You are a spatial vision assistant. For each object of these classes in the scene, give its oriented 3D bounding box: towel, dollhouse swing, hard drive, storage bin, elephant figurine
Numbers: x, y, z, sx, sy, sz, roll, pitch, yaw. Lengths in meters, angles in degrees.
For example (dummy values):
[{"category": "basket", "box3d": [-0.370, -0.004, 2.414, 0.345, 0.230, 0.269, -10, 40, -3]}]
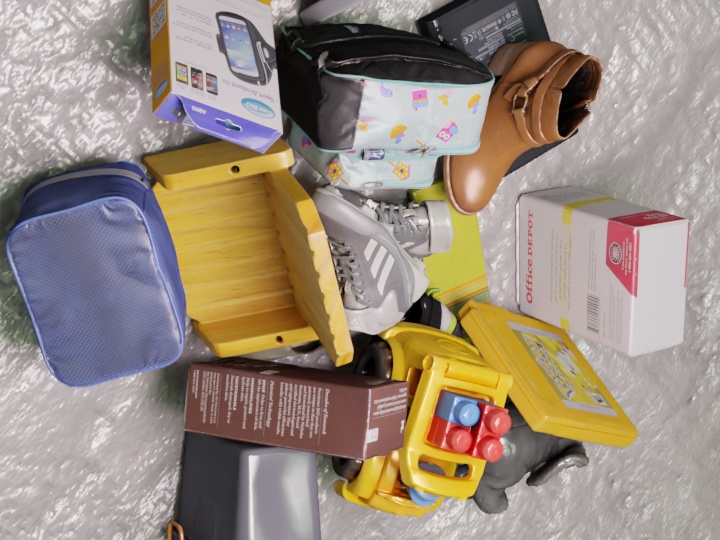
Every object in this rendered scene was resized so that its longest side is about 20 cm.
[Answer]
[{"category": "towel", "box3d": [0.104, -0.008, 1.531, 0.086, 0.018, 0.201, -22, 113, -29]}, {"category": "dollhouse swing", "box3d": [-0.110, 0.000, 1.275, 0.181, 0.176, 0.201, -11, 117, 3]}, {"category": "hard drive", "box3d": [0.155, -0.211, 1.485, 0.139, 0.033, 0.201, -31, 114, -19]}, {"category": "storage bin", "box3d": [-0.123, 0.231, 1.376, 0.145, 0.200, 0.135, -1, 94, -28]}, {"category": "elephant figurine", "box3d": [0.205, 0.195, 1.579, 0.199, 0.155, 0.142, -8, 103, -22]}]

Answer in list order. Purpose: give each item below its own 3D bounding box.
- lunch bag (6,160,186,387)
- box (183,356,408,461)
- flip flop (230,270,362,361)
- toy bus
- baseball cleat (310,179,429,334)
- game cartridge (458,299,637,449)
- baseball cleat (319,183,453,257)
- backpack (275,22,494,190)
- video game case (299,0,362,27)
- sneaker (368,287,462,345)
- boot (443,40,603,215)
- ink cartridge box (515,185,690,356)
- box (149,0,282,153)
[{"category": "lunch bag", "box3d": [-0.239, 0.005, 1.267, 0.135, 0.132, 0.201, -12, 114, 0]}, {"category": "box", "box3d": [-0.063, 0.133, 1.323, 0.100, 0.199, 0.075, 0, 97, -67]}, {"category": "flip flop", "box3d": [-0.048, 0.053, 1.435, 0.199, 0.058, 0.081, -17, 112, -24]}, {"category": "toy bus", "box3d": [0.076, 0.172, 1.378, 0.135, 0.192, 0.201, 15, 95, -27]}, {"category": "baseball cleat", "box3d": [0.000, 0.000, 1.297, 0.107, 0.070, 0.200, -57, 138, -7]}, {"category": "game cartridge", "box3d": [0.209, 0.116, 1.508, 0.032, 0.177, 0.200, -46, 144, 20]}, {"category": "baseball cleat", "box3d": [0.031, -0.057, 1.391, 0.200, 0.106, 0.070, 20, 54, -60]}, {"category": "backpack", "box3d": [0.027, -0.165, 1.346, 0.199, 0.176, 0.154, -9, 116, -23]}, {"category": "video game case", "box3d": [0.046, -0.301, 1.304, 0.182, 0.200, 0.022, -35, 101, -16]}, {"category": "sneaker", "box3d": [0.024, 0.099, 1.486, 0.200, 0.072, 0.083, -46, 114, -10]}, {"category": "boot", "box3d": [0.171, -0.142, 1.401, 0.077, 0.155, 0.201, 27, 89, -31]}, {"category": "ink cartridge box", "box3d": [0.268, -0.005, 1.516, 0.083, 0.200, 0.146, -11, 110, -30]}, {"category": "box", "box3d": [-0.135, -0.194, 1.251, 0.119, 0.041, 0.201, 17, 52, -32]}]
